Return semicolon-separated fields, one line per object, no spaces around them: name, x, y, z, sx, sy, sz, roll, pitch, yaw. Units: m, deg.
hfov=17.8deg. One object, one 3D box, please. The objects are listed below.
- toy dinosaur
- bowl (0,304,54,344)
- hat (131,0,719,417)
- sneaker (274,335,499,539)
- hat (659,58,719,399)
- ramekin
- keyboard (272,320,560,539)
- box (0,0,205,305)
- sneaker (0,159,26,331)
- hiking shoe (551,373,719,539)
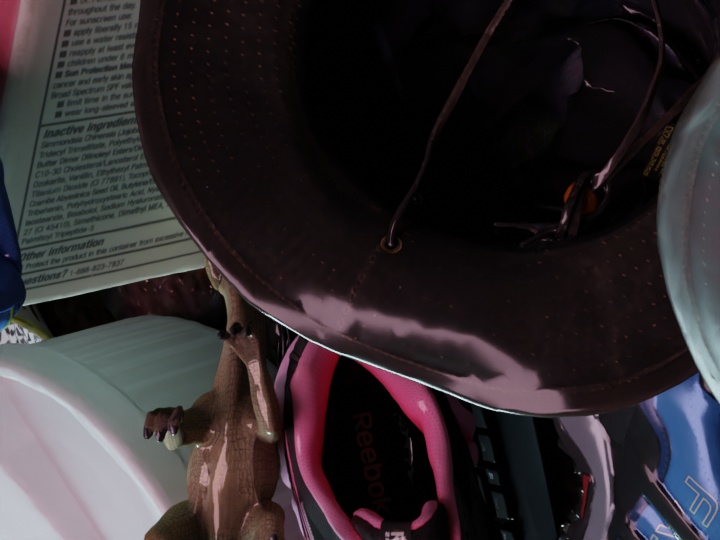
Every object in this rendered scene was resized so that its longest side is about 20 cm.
toy dinosaur;-0.040;0.079;0.702;0.058;0.101;0.202;8;104;5
bowl;-0.219;0.006;0.929;0.201;0.199;0.095;-37;54;51
hat;0.043;-0.056;0.627;0.199;0.081;0.202;-1;85;13
sneaker;0.018;0.102;0.692;0.095;0.078;0.201;83;167;-78
hat;0.171;0.004;0.521;0.200;0.081;0.202;28;138;28
ramekin;-0.077;0.110;0.863;0.202;0.094;0.204;27;128;39
keyboard;0.000;0.000;0.775;0.127;0.021;0.202;2;110;48
box;-0.075;-0.105;0.698;0.109;0.127;0.201;46;134;36
sneaker;-0.152;0.016;0.667;0.105;0.075;0.201;41;130;38
hiking shoe;0.102;0.089;0.660;0.086;0.074;0.202;12;118;46
